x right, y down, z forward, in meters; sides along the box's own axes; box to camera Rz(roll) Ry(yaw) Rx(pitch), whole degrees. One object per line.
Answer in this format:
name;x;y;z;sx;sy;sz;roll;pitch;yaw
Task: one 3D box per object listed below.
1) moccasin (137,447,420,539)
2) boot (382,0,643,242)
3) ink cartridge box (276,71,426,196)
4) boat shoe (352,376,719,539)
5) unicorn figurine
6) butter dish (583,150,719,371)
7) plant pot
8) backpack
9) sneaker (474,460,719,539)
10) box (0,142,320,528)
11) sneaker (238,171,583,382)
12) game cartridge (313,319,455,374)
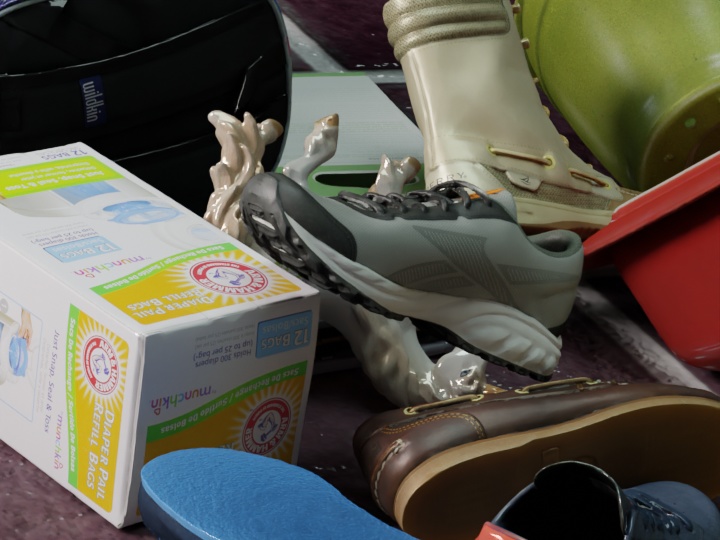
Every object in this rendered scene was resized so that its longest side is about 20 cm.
moccasin;-0.021;0.139;1.163;0.080;0.068;0.200;-24;38;-39
boot;0.094;-0.081;1.567;0.073;0.156;0.200;-27;-19;38
ink cartridge box;-0.027;-0.064;1.643;0.145;0.048;0.200;-2;27;-24
boat shoe;0.094;0.081;1.325;0.199;0.071;0.070;-3;30;-26
unicorn figurine;0.000;0.000;1.403;0.199;0.074;0.138;15;61;-21
butter dish;0.245;0.002;1.490;0.200;0.148;0.199;-12;-13;-41
plant pot;0.211;-0.118;1.706;0.200;0.201;0.193;3;36;-13
backpack;-0.142;-0.099;1.502;0.199;0.178;0.151;-16;33;-20
sneaker;0.110;0.118;1.231;0.075;0.085;0.200;21;26;27
box;-0.126;0.027;1.332;0.112;0.102;0.200;-12;31;-39
sneaker;0.026;-0.013;1.304;0.200;0.080;0.074;21;3;-38
game cartridge;-0.037;0.011;1.486;0.199;0.042;0.133;-8;33;-35
